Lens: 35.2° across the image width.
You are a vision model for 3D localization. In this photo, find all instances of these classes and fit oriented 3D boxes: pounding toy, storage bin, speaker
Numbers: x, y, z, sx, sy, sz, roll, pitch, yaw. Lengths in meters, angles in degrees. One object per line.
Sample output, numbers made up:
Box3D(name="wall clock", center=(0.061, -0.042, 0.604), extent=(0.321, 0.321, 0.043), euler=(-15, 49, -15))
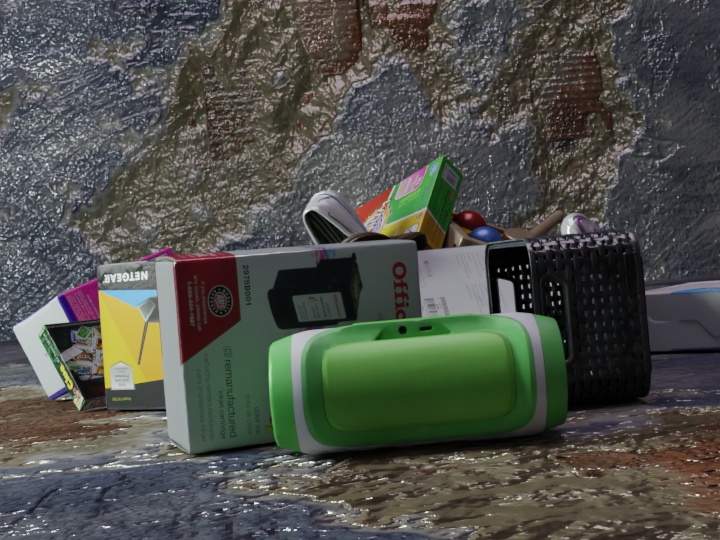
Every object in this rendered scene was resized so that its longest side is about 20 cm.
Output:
Box3D(name="pounding toy", center=(0.178, -0.013, 1.431), extent=(0.198, 0.143, 0.184), euler=(17, 14, -17))
Box3D(name="storage bin", center=(0.174, 0.038, 0.984), extent=(0.093, 0.137, 0.200), euler=(-5, 0, -5))
Box3D(name="speaker", center=(0.039, 0.078, 0.786), extent=(0.198, 0.090, 0.088), euler=(-5, 0, 1))

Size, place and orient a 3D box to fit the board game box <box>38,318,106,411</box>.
Box3D(name="board game box", center=(-0.254, 0.097, 1.277), extent=(0.199, 0.105, 0.024), euler=(-4, -40, -50))

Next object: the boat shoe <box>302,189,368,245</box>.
Box3D(name="boat shoe", center=(0.000, 0.000, 1.314), extent=(0.073, 0.200, 0.067), euler=(-42, 2, 30))

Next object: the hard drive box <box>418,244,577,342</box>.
Box3D(name="hard drive box", center=(0.144, 0.039, 1.168), extent=(0.198, 0.078, 0.156), euler=(-5, 29, -3))

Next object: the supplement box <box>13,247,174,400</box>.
Box3D(name="supplement box", center=(-0.299, 0.061, 1.375), extent=(0.101, 0.104, 0.200), euler=(-29, -1, 36))

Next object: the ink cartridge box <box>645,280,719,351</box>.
Box3D(name="ink cartridge box", center=(0.403, 0.050, 1.323), extent=(0.114, 0.069, 0.199), euler=(-4, 1, 37))

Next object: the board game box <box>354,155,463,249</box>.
Box3D(name="board game box", center=(0.030, -0.042, 1.423), extent=(0.199, 0.040, 0.154), euler=(-30, 27, 38))

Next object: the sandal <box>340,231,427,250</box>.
Box3D(name="sandal", center=(0.015, -0.011, 1.232), extent=(0.054, 0.083, 0.200), euler=(11, 14, 25))

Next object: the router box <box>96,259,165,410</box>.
Box3D(name="router box", center=(-0.170, 0.061, 1.136), extent=(0.198, 0.151, 0.051), euler=(-5, 0, 30))

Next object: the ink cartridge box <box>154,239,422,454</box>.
Box3D(name="ink cartridge box", center=(-0.052, 0.054, 0.895), extent=(0.198, 0.148, 0.083), euler=(-5, 2, -21))

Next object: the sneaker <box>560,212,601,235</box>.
Box3D(name="sneaker", center=(0.251, 0.024, 1.300), extent=(0.099, 0.201, 0.075), euler=(-12, 37, 21))
